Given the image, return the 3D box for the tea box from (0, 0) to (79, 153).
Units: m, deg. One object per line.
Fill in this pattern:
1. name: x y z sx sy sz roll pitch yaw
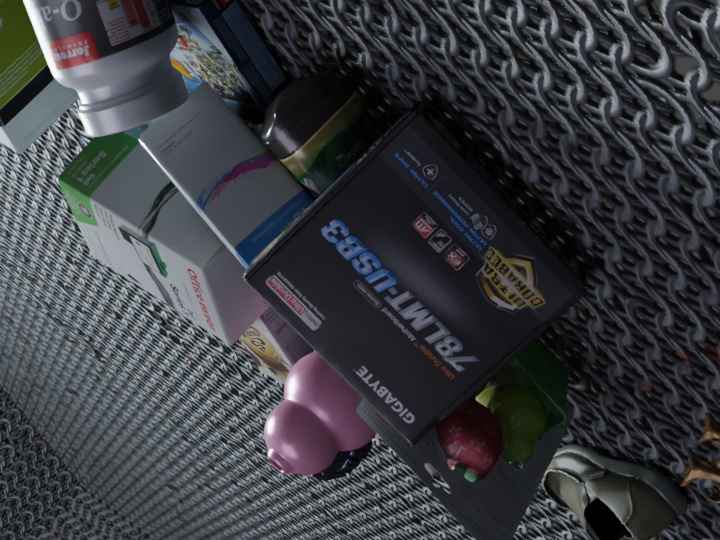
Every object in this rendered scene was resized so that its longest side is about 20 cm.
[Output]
1. tea box: -0.403 -0.261 1.951 0.199 0.134 0.197 31 158 34

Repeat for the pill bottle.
1. pill bottle: -0.221 -0.223 1.586 0.116 0.115 0.201 9 123 60

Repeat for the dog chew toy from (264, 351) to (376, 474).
1. dog chew toy: -0.018 0.121 1.879 0.124 0.200 0.125 38 162 14

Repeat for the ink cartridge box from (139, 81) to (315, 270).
1. ink cartridge box: -0.087 -0.051 1.647 0.200 0.085 0.145 47 177 28

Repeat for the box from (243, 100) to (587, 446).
1. box: 0.044 0.004 1.502 0.200 0.198 0.050 46 -165 -8

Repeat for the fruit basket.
1. fruit basket: 0.093 0.124 1.642 0.185 0.200 0.094 46 141 -13

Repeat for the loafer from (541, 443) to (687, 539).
1. loafer: 0.225 0.216 1.782 0.075 0.070 0.200 48 162 -16

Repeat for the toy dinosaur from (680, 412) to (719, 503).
1. toy dinosaur: 0.319 0.157 1.501 0.105 0.061 0.200 19 168 -4

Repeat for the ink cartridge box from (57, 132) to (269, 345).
1. ink cartridge box: -0.186 -0.034 1.863 0.199 0.084 0.146 31 157 27

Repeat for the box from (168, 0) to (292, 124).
1. box: -0.149 -0.203 1.690 0.199 0.038 0.137 20 151 52

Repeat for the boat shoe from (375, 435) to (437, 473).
1. boat shoe: 0.039 0.136 2.030 0.199 0.074 0.093 27 138 46

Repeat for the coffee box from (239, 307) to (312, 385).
1. coffee box: -0.095 0.040 2.057 0.113 0.080 0.200 25 155 46

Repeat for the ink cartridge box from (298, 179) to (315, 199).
1. ink cartridge box: 0.014 -0.036 1.721 0.119 0.042 0.201 27 155 40

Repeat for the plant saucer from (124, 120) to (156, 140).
1. plant saucer: -0.178 -0.112 1.866 0.199 0.036 0.200 35 158 16

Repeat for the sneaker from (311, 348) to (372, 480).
1. sneaker: -0.023 0.128 2.017 0.075 0.202 0.078 5 -165 -20

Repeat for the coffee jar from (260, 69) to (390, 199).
1. coffee jar: 0.005 -0.076 1.561 0.200 0.085 0.104 46 177 -10
